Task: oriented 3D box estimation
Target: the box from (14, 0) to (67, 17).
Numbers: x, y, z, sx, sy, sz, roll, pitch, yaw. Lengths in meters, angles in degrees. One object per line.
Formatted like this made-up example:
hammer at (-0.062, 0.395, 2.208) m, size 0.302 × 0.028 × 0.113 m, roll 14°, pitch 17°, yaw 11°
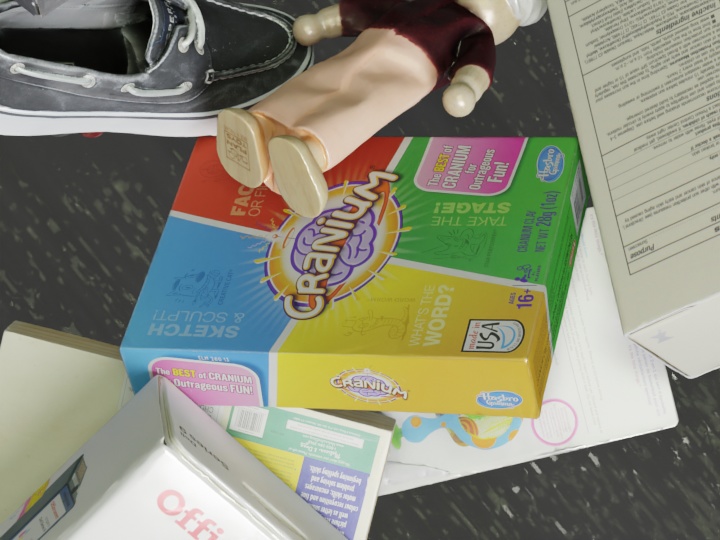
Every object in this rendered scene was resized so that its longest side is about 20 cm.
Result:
box at (-0.159, -0.227, 1.350) m, size 0.161 × 0.049 × 0.200 m, roll -37°, pitch 54°, yaw -23°

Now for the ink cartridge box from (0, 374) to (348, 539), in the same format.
ink cartridge box at (-0.111, 0.173, 1.285) m, size 0.200 × 0.088 × 0.145 m, roll -44°, pitch 111°, yaw 11°

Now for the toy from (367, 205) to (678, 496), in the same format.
toy at (0.049, 0.045, 1.368) m, size 0.200 × 0.047 × 0.115 m, roll -14°, pitch 85°, yaw 4°

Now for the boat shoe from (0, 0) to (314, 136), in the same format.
boat shoe at (-0.106, -0.112, 1.345) m, size 0.200 × 0.068 × 0.072 m, roll -4°, pitch 62°, yaw -28°

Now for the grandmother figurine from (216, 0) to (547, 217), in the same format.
grandmother figurine at (0.017, -0.103, 1.353) m, size 0.121 × 0.061 × 0.200 m, roll 35°, pitch 54°, yaw 28°

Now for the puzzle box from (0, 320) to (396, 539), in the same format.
puzzle box at (-0.092, 0.113, 1.348) m, size 0.200 × 0.025 × 0.133 m, roll 15°, pitch 103°, yaw 3°

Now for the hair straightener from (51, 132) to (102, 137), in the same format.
hair straightener at (-0.192, -0.155, 1.385) m, size 0.041 × 0.077 × 0.200 m, roll -33°, pitch 83°, yaw 20°

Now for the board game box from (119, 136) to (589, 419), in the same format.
board game box at (0.000, 0.000, 1.315) m, size 0.200 × 0.040 × 0.153 m, roll 1°, pitch 45°, yaw 16°

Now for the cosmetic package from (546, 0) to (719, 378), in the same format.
cosmetic package at (0.165, -0.061, 1.315) m, size 0.105 × 0.071 × 0.200 m, roll -24°, pitch 58°, yaw 26°
